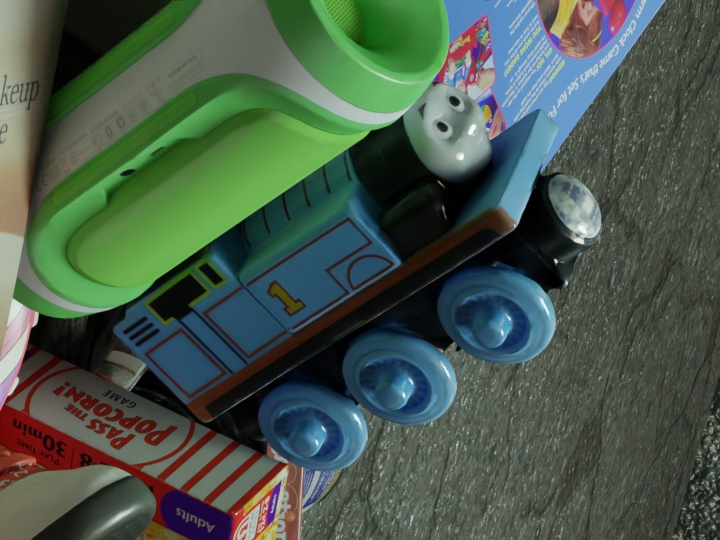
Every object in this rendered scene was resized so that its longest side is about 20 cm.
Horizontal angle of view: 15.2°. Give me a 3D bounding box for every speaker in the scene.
[{"bbox_3d":[-0.061,-0.055,0.995,0.200,0.089,0.089,-32,-167,39],"label":"speaker"}]

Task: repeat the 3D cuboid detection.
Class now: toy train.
[{"bbox_3d":[0.000,0.000,1.057,0.200,0.114,0.087,-33,-159,38],"label":"toy train"}]

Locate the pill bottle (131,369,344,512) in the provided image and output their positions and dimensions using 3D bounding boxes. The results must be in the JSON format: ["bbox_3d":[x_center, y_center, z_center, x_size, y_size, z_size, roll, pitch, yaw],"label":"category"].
[{"bbox_3d":[-0.084,0.086,1.301,0.200,0.111,0.113,-20,125,-69],"label":"pill bottle"}]

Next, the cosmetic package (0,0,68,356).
[{"bbox_3d":[-0.167,-0.060,0.956,0.103,0.087,0.201,-21,125,-66],"label":"cosmetic package"}]

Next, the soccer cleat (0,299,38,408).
[{"bbox_3d":[-0.179,0.051,1.068,0.076,0.066,0.201,-10,116,-60],"label":"soccer cleat"}]

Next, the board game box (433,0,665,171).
[{"bbox_3d":[0.061,-0.116,1.128,0.200,0.045,0.135,-52,141,-33],"label":"board game box"}]

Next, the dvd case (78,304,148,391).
[{"bbox_3d":[-0.060,-0.043,1.190,0.200,0.022,0.146,-54,-165,18],"label":"dvd case"}]

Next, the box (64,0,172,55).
[{"bbox_3d":[-0.043,-0.178,1.098,0.200,0.127,0.109,-52,172,-33],"label":"box"}]

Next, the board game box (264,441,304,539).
[{"bbox_3d":[-0.037,0.134,1.203,0.103,0.019,0.202,-91,-175,-80],"label":"board game box"}]

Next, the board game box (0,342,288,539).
[{"bbox_3d":[-0.117,0.141,1.156,0.046,0.151,0.201,-41,147,-50],"label":"board game box"}]

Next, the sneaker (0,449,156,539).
[{"bbox_3d":[-0.158,0.081,0.963,0.067,0.108,0.201,-22,172,-43],"label":"sneaker"}]
